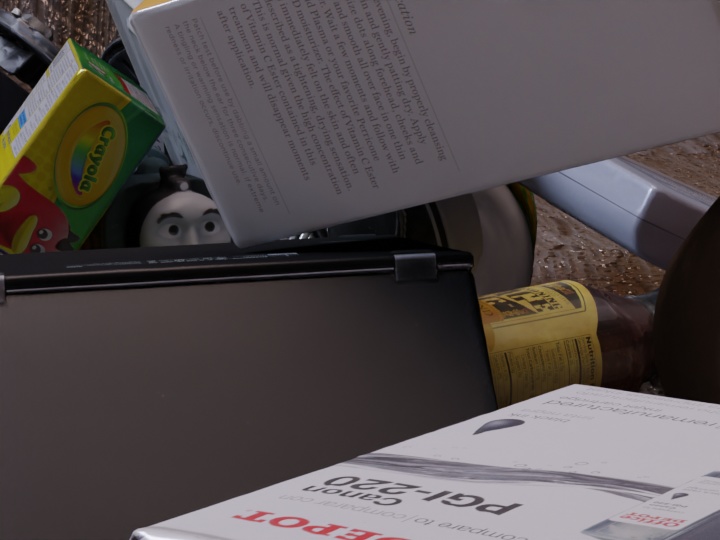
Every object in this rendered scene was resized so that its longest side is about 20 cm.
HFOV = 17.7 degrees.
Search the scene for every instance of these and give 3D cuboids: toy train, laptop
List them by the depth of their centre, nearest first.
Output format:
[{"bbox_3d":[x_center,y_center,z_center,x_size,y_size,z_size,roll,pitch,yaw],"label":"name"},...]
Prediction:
[{"bbox_3d":[-0.055,0.053,0.799,0.187,0.116,0.200,-3,4,-10],"label":"laptop"},{"bbox_3d":[-0.107,-0.001,1.073,0.085,0.114,0.200,-5,10,-20],"label":"toy train"}]

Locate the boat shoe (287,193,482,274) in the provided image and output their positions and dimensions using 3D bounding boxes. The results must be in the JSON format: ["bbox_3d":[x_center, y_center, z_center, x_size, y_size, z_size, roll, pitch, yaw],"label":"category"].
[{"bbox_3d":[-0.002,-0.002,0.973,0.068,0.074,0.199,-32,-15,-20],"label":"boat shoe"}]

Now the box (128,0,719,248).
[{"bbox_3d":[0.043,-0.096,0.803,0.200,0.098,0.124,-13,24,27],"label":"box"}]

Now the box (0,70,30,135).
[{"bbox_3d":[-0.278,-0.051,1.165,0.196,0.124,0.200,1,-16,20],"label":"box"}]

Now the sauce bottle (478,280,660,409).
[{"bbox_3d":[0.075,0.038,0.975,0.066,0.066,0.200,8,13,44],"label":"sauce bottle"}]

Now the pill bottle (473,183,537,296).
[{"bbox_3d":[0.035,-0.020,1.177,0.111,0.111,0.200,0,10,5],"label":"pill bottle"}]

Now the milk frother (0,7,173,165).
[{"bbox_3d":[-0.071,-0.134,1.221,0.188,0.200,0.181,-45,-10,-31],"label":"milk frother"}]

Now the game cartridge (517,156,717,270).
[{"bbox_3d":[0.170,-0.013,1.101,0.200,0.041,0.133,20,6,-38],"label":"game cartridge"}]

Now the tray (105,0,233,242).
[{"bbox_3d":[-0.074,-0.064,1.066,0.022,0.200,0.107,-28,36,-12],"label":"tray"}]

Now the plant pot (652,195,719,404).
[{"bbox_3d":[0.189,0.012,0.812,0.200,0.201,0.175,-5,-7,-21],"label":"plant pot"}]

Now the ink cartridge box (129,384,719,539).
[{"bbox_3d":[0.058,0.093,0.591,0.145,0.085,0.200,6,14,38],"label":"ink cartridge box"}]

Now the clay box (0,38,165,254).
[{"bbox_3d":[-0.161,-0.001,0.987,0.048,0.200,0.115,34,5,-14],"label":"clay box"}]
